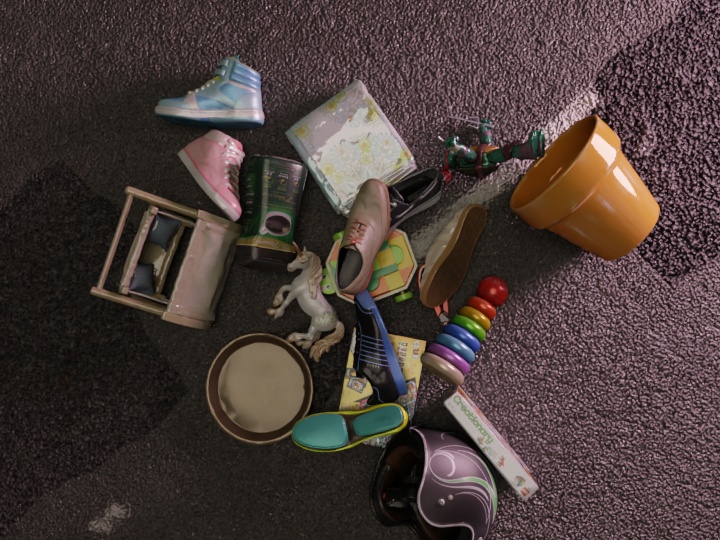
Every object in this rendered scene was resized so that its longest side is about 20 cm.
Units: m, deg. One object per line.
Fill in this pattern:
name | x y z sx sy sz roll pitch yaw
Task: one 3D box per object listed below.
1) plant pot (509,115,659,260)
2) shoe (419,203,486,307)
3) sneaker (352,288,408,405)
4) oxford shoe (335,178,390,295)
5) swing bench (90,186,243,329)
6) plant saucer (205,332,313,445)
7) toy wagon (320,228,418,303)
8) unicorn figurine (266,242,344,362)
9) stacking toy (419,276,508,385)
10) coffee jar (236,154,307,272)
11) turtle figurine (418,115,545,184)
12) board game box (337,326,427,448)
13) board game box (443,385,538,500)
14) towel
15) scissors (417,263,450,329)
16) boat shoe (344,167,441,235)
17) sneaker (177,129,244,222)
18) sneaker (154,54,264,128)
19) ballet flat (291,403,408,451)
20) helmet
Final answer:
plant pot | 0.383 -0.120 1.217 0.183 0.200 0.200 39 92 -8
shoe | 0.156 -0.027 1.292 0.070 0.053 0.200 31 85 -36
sneaker | 0.015 0.133 1.259 0.078 0.070 0.201 -20 85 0
oxford shoe | 0.004 -0.055 1.216 0.070 0.075 0.201 11 92 12
swing bench | -0.337 -0.019 1.313 0.199 0.130 0.200 18 88 7
plant saucer | -0.181 0.213 1.332 0.199 0.029 0.201 0 86 7
toy wagon | 0.000 0.000 1.318 0.199 0.040 0.156 -21 84 5
unicorn figurine | -0.098 0.052 1.302 0.137 0.074 0.200 -36 103 18
stacking toy | 0.187 0.095 1.270 0.085 0.085 0.200 32 78 7
coffee jar | -0.160 -0.098 1.311 0.104 0.085 0.201 10 87 -28
turtle figurine | 0.211 -0.211 1.271 0.199 0.150 0.101 1 119 24
board game box | 0.036 0.210 1.305 0.135 0.035 0.201 11 88 7
board game box | 0.215 0.282 1.235 0.035 0.126 0.200 -40 84 3
towel | -0.017 -0.218 1.331 0.171 0.048 0.200 -34 84 0
scissors | 0.143 0.085 1.313 0.073 0.014 0.201 -4 87 4
boat shoe | 0.057 -0.115 1.278 0.200 0.068 0.072 -29 62 -11
sneaker | -0.244 -0.181 1.316 0.105 0.075 0.200 -38 56 -3
sneaker | -0.274 -0.332 1.351 0.199 0.080 0.131 2 89 -3
ballet flat | -0.015 0.271 1.255 0.199 0.067 0.067 -12 70 5
helmet | 0.133 0.364 1.208 0.190 0.200 0.200 28 90 -24
